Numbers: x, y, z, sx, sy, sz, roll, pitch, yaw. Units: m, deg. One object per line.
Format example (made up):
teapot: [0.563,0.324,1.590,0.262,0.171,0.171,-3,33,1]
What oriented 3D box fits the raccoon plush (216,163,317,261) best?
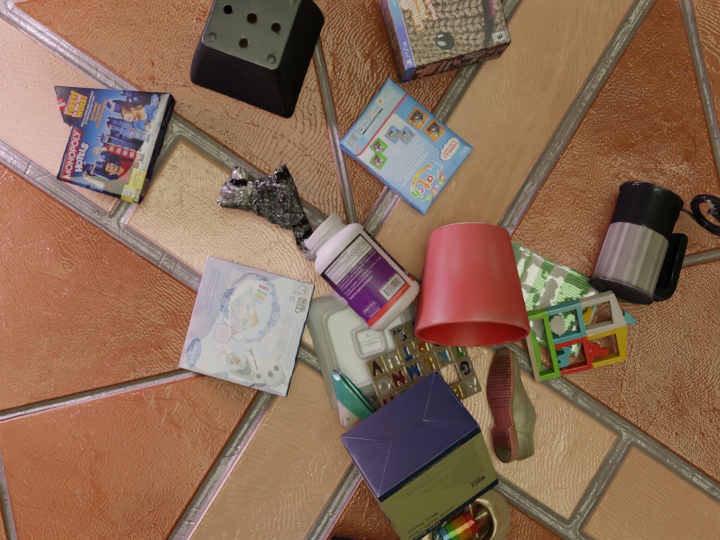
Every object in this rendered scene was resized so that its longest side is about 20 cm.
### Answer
raccoon plush: [-0.166,-0.092,1.597,0.132,0.097,0.203,-21,90,4]

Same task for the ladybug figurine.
ladybug figurine: [0.169,0.453,1.603,0.197,0.072,0.138,-25,90,-4]

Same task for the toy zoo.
toy zoo: [0.393,0.114,1.619,0.197,0.021,0.133,-14,110,5]

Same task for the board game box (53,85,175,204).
board game box: [-0.449,-0.238,1.595,0.197,0.062,0.203,17,87,-2]

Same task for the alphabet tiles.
alphabet tiles: [0.107,0.171,1.607,0.198,0.008,0.170,-21,90,-26]

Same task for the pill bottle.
pill bottle: [0.000,0.000,1.561,0.112,0.112,0.200,-44,89,-4]

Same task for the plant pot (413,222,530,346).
plant pot: [0.189,0.024,1.568,0.196,0.201,0.181,2,73,-4]

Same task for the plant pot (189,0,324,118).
plant pot: [-0.181,-0.405,1.562,0.197,0.177,0.203,19,86,-2]

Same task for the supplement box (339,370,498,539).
supplement box: [0.102,0.316,1.519,0.198,0.201,0.135,-33,48,-7]

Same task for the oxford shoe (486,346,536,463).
oxford shoe: [0.274,0.238,1.631,0.073,0.070,0.204,1,87,-29]

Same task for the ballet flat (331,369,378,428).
ballet flat: [0.006,0.258,1.586,0.200,0.067,0.071,43,89,-19]

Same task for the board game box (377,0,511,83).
board game box: [0.147,-0.445,1.623,0.197,0.097,0.162,-16,89,-4]

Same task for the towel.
towel: [0.329,0.052,1.653,0.197,0.023,0.155,23,87,-3]

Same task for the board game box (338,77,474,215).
board game box: [0.082,-0.222,1.641,0.199,0.037,0.152,39,86,-1]

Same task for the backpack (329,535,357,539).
backpack: [0.007,0.578,1.515,0.159,0.201,0.170,9,118,-1]

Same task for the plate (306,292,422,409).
plate: [0.015,0.124,1.626,0.196,0.032,0.203,-18,88,-4]

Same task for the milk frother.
milk frother: [0.524,-0.040,1.576,0.178,0.200,0.191,23,80,-12]

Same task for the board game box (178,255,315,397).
board game box: [-0.198,0.098,1.602,0.196,0.043,0.204,15,87,1]
